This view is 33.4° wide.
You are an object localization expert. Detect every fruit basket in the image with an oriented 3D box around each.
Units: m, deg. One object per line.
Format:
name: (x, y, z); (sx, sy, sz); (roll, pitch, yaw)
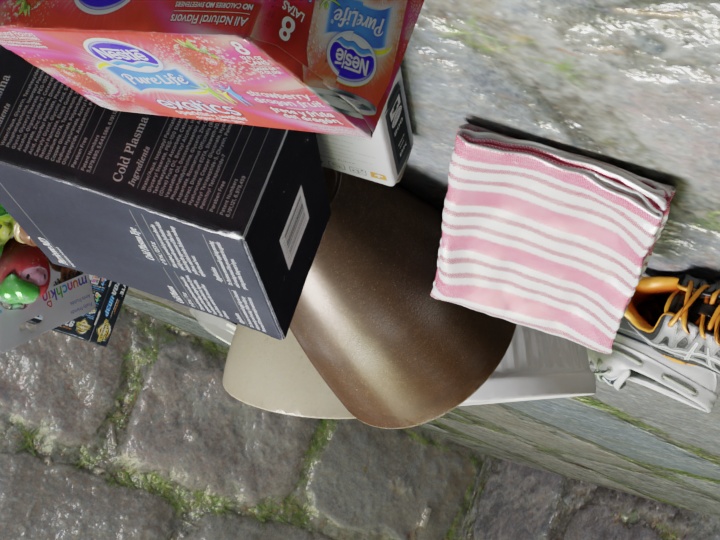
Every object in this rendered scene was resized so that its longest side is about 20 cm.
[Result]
fruit basket: (-0.330, -0.030, 1.167); (0.094, 0.200, 0.185); (-6, -168, 30)

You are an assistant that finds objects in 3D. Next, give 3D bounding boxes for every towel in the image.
towel: (0.124, -0.013, 0.829); (0.146, 0.030, 0.200); (18, 147, 10)

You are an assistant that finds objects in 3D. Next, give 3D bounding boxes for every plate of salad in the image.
plate of salad: (-0.250, 0.117, 2.398); (0.200, 0.048, 0.200); (27, 165, 8)

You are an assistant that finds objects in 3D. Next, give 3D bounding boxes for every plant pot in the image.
plant pot: (0.000, 0.000, 0.977); (0.187, 0.187, 0.200); (10, 153, 45)

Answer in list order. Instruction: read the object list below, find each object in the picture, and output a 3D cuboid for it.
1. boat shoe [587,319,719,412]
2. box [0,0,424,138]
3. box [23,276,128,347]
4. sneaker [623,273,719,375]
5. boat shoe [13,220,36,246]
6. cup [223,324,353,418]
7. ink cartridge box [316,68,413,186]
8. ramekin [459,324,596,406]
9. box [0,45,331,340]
boat shoe: (0.257, 0.084, 1.173); (0.200, 0.067, 0.074); (16, 169, 22)
box: (-0.076, -0.133, 0.567); (0.200, 0.100, 0.095); (12, 168, 40)
box: (-0.509, 0.039, 2.153); (0.200, 0.159, 0.046); (12, 168, 36)
sneaker: (0.269, 0.041, 0.906); (0.077, 0.078, 0.200); (31, 167, -24)
boat shoe: (-0.249, -0.064, 1.152); (0.068, 0.072, 0.200); (27, -154, 17)
cup: (-0.038, 0.052, 1.234); (0.200, 0.143, 0.200); (4, -169, -1)
ink cartridge box: (-0.069, -0.125, 0.758); (0.198, 0.043, 0.200); (18, 170, 9)
ramekin: (0.115, 0.072, 1.122); (0.200, 0.105, 0.200); (-5, 173, -1)
box: (-0.125, -0.056, 0.764); (0.182, 0.104, 0.200); (17, 162, 8)
